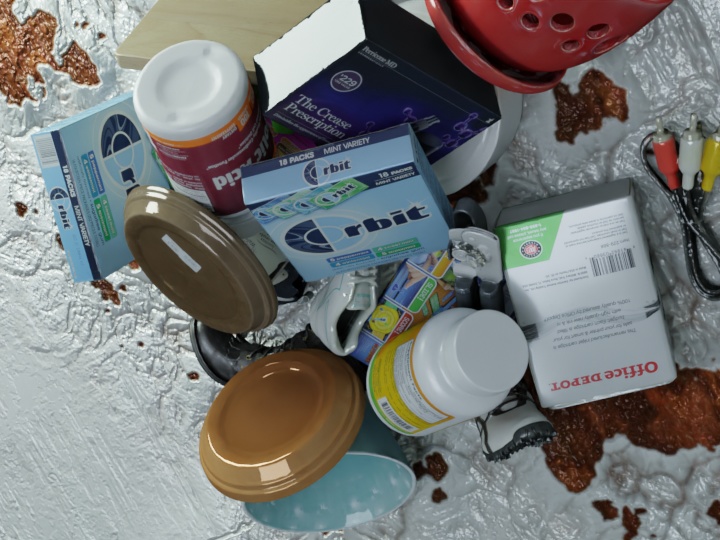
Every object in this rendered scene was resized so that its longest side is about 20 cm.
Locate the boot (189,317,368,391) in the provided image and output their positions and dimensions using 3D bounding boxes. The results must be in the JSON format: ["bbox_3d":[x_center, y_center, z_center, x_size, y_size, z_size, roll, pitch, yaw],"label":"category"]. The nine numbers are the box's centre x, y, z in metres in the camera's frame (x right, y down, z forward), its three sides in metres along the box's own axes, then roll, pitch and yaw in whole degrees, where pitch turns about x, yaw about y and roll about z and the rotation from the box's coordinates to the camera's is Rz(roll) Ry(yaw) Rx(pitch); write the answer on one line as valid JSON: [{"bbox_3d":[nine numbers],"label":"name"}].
[{"bbox_3d":[-0.085,0.091,1.841,0.174,0.069,0.200,-37,101,32],"label":"boot"}]

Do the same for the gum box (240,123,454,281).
[{"bbox_3d":[-0.006,-0.062,1.569,0.169,0.200,0.045,-13,64,10],"label":"gum box"}]

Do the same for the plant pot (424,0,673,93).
[{"bbox_3d":[0.174,-0.278,1.491,0.201,0.200,0.182,49,130,2],"label":"plant pot"}]

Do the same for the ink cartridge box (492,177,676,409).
[{"bbox_3d":[0.231,0.024,1.622,0.145,0.084,0.202,-13,103,13],"label":"ink cartridge box"}]

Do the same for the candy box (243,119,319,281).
[{"bbox_3d":[-0.116,-0.070,1.712,0.136,0.061,0.200,40,95,1],"label":"candy box"}]

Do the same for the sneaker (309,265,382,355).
[{"bbox_3d":[0.000,0.000,1.717,0.070,0.080,0.202,6,112,-19],"label":"sneaker"}]

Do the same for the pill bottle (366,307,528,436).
[{"bbox_3d":[0.091,0.101,1.624,0.111,0.111,0.200,54,154,-1],"label":"pill bottle"}]

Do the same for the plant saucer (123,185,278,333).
[{"bbox_3d":[-0.171,-0.005,1.634,0.199,0.030,0.201,31,151,19],"label":"plant saucer"}]

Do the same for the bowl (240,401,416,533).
[{"bbox_3d":[-0.041,0.210,1.809,0.200,0.200,0.106,-34,48,32],"label":"bowl"}]

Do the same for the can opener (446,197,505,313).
[{"bbox_3d":[0.125,0.008,1.623,0.052,0.067,0.201,11,144,17],"label":"can opener"}]

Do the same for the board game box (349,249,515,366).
[{"bbox_3d":[0.089,0.048,1.732,0.135,0.035,0.201,32,121,-4],"label":"board game box"}]

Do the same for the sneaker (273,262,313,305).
[{"bbox_3d":[-0.097,-0.045,1.783,0.129,0.079,0.201,5,111,23],"label":"sneaker"}]

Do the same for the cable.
[{"bbox_3d":[0.324,-0.063,1.579,0.096,0.050,0.202,3,109,27],"label":"cable"}]

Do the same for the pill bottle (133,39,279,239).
[{"bbox_3d":[-0.144,-0.124,1.572,0.113,0.115,0.200,15,153,21],"label":"pill bottle"}]

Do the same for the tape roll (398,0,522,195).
[{"bbox_3d":[0.065,-0.179,1.654,0.201,0.071,0.204,10,114,23],"label":"tape roll"}]

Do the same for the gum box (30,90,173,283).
[{"bbox_3d":[-0.275,-0.100,1.779,0.044,0.200,0.171,-6,107,28],"label":"gum box"}]

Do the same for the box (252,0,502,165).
[{"bbox_3d":[0.018,-0.176,1.521,0.141,0.199,0.079,-35,51,31],"label":"box"}]

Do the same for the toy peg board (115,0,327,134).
[{"bbox_3d":[-0.118,-0.237,1.670,0.198,0.200,0.098,10,136,23],"label":"toy peg board"}]

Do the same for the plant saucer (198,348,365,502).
[{"bbox_3d":[-0.092,0.160,1.729,0.199,0.201,0.038,-6,136,28],"label":"plant saucer"}]

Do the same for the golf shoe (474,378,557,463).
[{"bbox_3d":[0.151,0.148,1.676,0.077,0.200,0.095,-19,90,-7],"label":"golf shoe"}]
